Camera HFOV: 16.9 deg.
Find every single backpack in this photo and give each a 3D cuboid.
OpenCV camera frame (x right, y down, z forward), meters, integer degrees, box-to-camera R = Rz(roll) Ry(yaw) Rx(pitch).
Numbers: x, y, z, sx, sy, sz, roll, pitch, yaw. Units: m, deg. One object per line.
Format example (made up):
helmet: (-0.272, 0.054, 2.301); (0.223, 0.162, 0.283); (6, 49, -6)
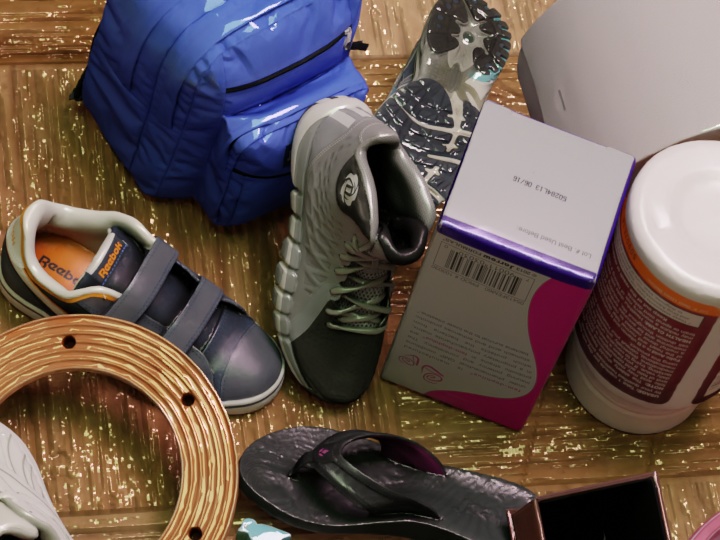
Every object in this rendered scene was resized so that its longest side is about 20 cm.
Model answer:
backpack: (-0.074, -0.142, 1.569); (0.162, 0.200, 0.168); (-33, 71, -27)

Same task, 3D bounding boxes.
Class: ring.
ring: (-0.173, 0.126, 1.473); (0.199, 0.019, 0.201); (0, 73, 0)

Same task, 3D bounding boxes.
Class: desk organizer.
desk organizer: (0.151, 0.225, 1.452); (0.071, 0.077, 0.201); (0, 66, -24)

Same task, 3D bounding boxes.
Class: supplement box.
supplement box: (0.089, 0.001, 1.518); (0.101, 0.200, 0.104); (21, 57, 1)

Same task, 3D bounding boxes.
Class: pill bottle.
pill bottle: (0.199, 0.017, 1.529); (0.114, 0.200, 0.115); (5, 59, -9)

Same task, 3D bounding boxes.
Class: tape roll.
tape roll: (0.215, -0.102, 1.602); (0.202, 0.203, 0.140); (-6, 62, -14)

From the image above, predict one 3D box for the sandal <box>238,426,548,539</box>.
sandal: (0.023, 0.130, 1.510); (0.200, 0.048, 0.076); (12, 45, -8)

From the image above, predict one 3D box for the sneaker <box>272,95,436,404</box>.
sneaker: (0.000, 0.000, 1.496); (0.075, 0.201, 0.115); (-9, 19, -25)

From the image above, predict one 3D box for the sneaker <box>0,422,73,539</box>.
sneaker: (-0.212, 0.140, 1.407); (0.078, 0.099, 0.200); (-42, 78, -8)

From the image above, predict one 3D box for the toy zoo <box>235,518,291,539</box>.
toy zoo: (-0.041, 0.242, 1.457); (0.131, 0.020, 0.201); (-13, 64, -18)

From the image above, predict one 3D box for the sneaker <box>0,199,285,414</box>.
sneaker: (-0.138, 0.022, 1.534); (0.199, 0.079, 0.079); (25, 58, 2)

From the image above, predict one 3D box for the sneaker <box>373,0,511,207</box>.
sneaker: (0.045, -0.092, 1.629); (0.077, 0.086, 0.200); (30, 51, -2)

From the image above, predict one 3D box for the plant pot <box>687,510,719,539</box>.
plant pot: (0.285, 0.206, 1.449); (0.199, 0.179, 0.201); (4, 60, -8)
